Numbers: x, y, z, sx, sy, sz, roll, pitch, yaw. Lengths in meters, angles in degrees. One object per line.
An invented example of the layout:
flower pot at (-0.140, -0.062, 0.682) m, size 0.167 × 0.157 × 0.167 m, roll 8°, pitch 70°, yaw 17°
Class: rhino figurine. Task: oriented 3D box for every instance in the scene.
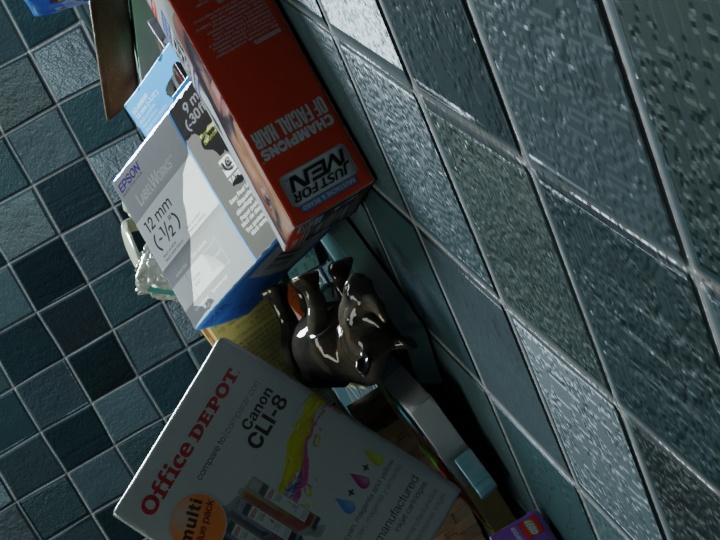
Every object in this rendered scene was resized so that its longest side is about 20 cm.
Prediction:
rhino figurine at (-0.012, 0.039, 1.024) m, size 0.088 × 0.059 × 0.200 m, roll 69°, pitch 161°, yaw -1°

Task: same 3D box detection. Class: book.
book at (-0.187, -0.188, 1.386) m, size 0.200 × 0.047 × 0.135 m, roll 107°, pitch 155°, yaw -75°

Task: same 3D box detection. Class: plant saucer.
plant saucer at (0.000, 0.000, 1.086) m, size 0.201 × 0.019 × 0.070 m, roll 54°, pitch 170°, yaw 39°
plant saucer at (-0.233, -0.242, 1.380) m, size 0.200 × 0.036 × 0.203 m, roll 172°, pitch 90°, yaw -81°

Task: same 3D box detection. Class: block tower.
block tower at (0.057, 0.192, 1.249) m, size 0.202 × 0.057 × 0.054 m, roll 63°, pitch 173°, yaw -20°

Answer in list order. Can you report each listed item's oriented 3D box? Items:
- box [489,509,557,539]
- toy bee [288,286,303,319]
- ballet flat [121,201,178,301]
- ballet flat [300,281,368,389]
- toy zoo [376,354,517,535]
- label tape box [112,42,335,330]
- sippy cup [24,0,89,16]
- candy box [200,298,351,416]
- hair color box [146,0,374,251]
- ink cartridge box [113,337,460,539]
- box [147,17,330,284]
box at (0.145, 0.261, 0.980) m, size 0.137 × 0.039 × 0.201 m, roll 57°, pitch 171°, yaw 34°
toy bee at (-0.091, 0.023, 1.402) m, size 0.109 × 0.130 × 0.202 m, roll -44°, pitch 64°, yaw 40°
ballet flat at (-0.166, -0.050, 1.225) m, size 0.201 × 0.071 × 0.072 m, roll -104°, pitch -7°, yaw -50°
ballet flat at (-0.009, 0.059, 1.237) m, size 0.072 × 0.071 × 0.200 m, roll 59°, pitch 174°, yaw 13°
toy zoo at (0.053, 0.119, 1.077) m, size 0.132 × 0.020 × 0.200 m, roll 56°, pitch 175°, yaw -25°
label tape box at (-0.115, -0.081, 1.092) m, size 0.143 × 0.066 × 0.201 m, roll -44°, pitch 74°, yaw 39°
sippy cup at (-0.217, -0.266, 1.141) m, size 0.140 × 0.129 × 0.179 m, roll 55°, pitch 171°, yaw 38°
candy box at (-0.054, 0.105, 1.193) m, size 0.201 × 0.056 × 0.117 m, roll 56°, pitch 171°, yaw 3°
hair color box at (-0.069, -0.120, 0.947) m, size 0.202 × 0.063 × 0.111 m, roll 60°, pitch 171°, yaw 3°
ink cartridge box at (-0.051, 0.162, 1.055) m, size 0.199 × 0.146 × 0.145 m, roll 31°, pitch 174°, yaw 4°
box at (-0.102, -0.106, 1.249) m, size 0.158 × 0.049 × 0.201 m, roll 55°, pitch 170°, yaw 40°
